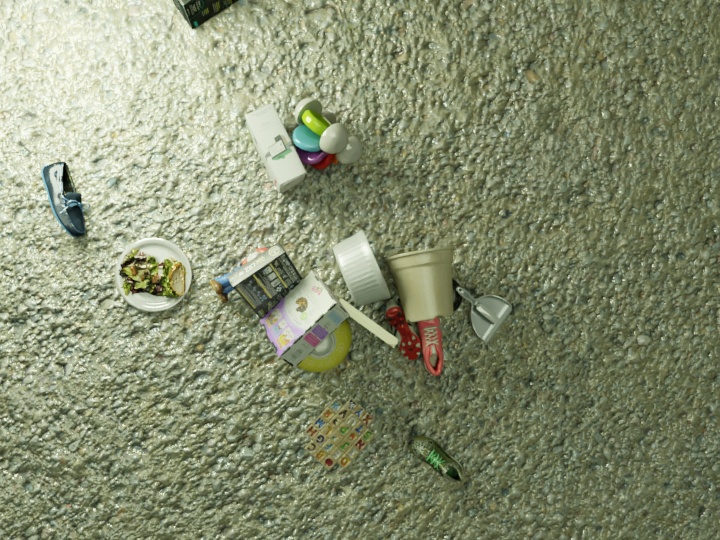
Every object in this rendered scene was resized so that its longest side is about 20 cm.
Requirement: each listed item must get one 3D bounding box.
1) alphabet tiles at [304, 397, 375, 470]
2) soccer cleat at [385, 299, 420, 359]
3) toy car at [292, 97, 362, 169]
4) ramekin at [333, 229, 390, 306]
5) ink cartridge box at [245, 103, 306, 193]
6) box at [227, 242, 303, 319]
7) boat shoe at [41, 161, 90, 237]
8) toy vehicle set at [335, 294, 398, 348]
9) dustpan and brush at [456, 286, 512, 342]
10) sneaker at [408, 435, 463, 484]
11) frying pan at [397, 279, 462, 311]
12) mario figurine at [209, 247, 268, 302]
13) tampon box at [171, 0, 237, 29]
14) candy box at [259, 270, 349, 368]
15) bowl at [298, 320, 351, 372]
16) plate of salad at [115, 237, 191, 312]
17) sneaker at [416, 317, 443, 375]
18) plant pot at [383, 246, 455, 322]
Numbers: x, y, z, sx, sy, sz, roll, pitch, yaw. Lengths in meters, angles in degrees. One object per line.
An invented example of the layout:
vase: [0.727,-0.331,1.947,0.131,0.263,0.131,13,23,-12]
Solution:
alphabet tiles: [-0.059,0.475,1.480,0.166,0.006,0.200,44,85,-8]
soccer cleat: [0.123,0.172,1.474,0.068,0.085,0.201,-24,118,8]
toy car: [-0.107,-0.348,1.367,0.150,0.200,0.175,-46,68,13]
ramekin: [0.000,0.000,1.388,0.097,0.200,0.202,-23,95,0]
ink cartridge box: [-0.227,-0.322,1.367,0.084,0.146,0.201,-27,96,-9]
box: [-0.238,0.038,1.359,0.161,0.200,0.049,-36,54,-7]
boat shoe: [-0.760,-0.187,1.318,0.068,0.084,0.201,-22,97,4]
toy vehicle set: [0.010,0.140,1.425,0.200,0.124,0.027,36,86,-7]
dustpan and brush: [0.353,0.110,1.509,0.200,0.057,0.140,38,86,-8]
sneaker: [0.230,0.555,1.485,0.199,0.089,0.077,35,86,-8]
frying pan: [0.213,0.092,1.502,0.189,0.031,0.116,-26,95,-4]
mario figurine: [-0.297,0.017,1.375,0.199,0.123,0.106,-34,99,-12]
tampon box: [-0.406,-0.765,1.327,0.200,0.150,0.127,-37,97,-7]
candy box: [-0.149,0.124,1.336,0.200,0.168,0.072,-43,131,1]
bowl: [-0.116,0.193,1.415,0.199,0.108,0.202,0,91,-9]
plate of salad: [-0.560,0.013,1.372,0.199,0.048,0.202,0,92,-9]
sneaker: [0.211,0.208,1.468,0.073,0.087,0.202,-10,95,2]
plant pot: [0.176,0.043,1.402,0.199,0.200,0.185,-9,87,-8]
